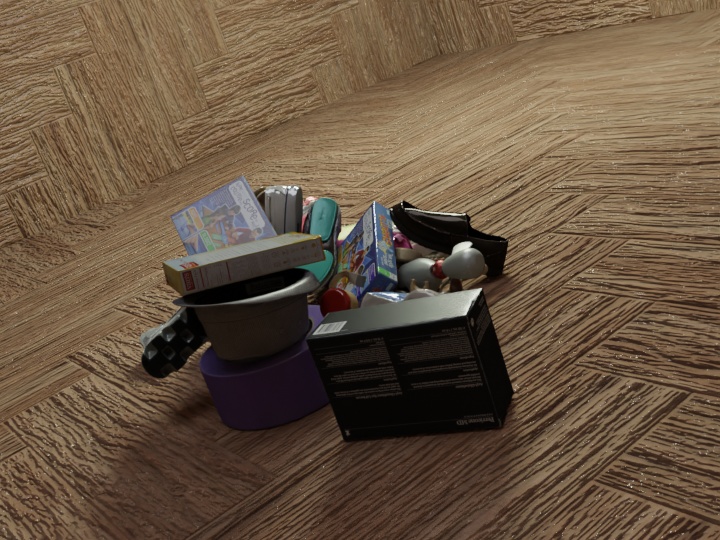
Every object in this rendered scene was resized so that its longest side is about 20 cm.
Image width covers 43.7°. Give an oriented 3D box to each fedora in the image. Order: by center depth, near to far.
[{"bbox_3d":[-0.141,0.062,1.180,0.177,0.090,0.200,-2,13,35],"label":"fedora"}]

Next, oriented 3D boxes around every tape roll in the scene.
[{"bbox_3d":[-0.114,0.130,1.241,0.200,0.085,0.200,-16,19,6],"label":"tape roll"}]

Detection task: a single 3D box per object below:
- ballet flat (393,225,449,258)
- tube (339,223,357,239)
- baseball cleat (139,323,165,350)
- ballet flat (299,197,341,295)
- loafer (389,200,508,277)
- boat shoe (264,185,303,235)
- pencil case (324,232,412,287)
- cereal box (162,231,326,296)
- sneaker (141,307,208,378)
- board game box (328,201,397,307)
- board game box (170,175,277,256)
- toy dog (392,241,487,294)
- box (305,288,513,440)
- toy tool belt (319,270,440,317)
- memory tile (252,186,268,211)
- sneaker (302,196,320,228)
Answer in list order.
[{"bbox_3d":[0.088,-0.048,1.565,0.072,0.072,0.200,-33,21,-36],"label":"ballet flat"},{"bbox_3d":[0.002,-0.065,1.673,0.200,0.052,0.058,-12,-8,-15],"label":"tube"},{"bbox_3d":[-0.322,0.094,1.573,0.106,0.070,0.200,-12,19,20],"label":"baseball cleat"},{"bbox_3d":[-0.069,-0.025,1.437,0.072,0.072,0.201,-9,47,27],"label":"ballet flat"},{"bbox_3d":[0.142,-0.065,1.394,0.200,0.071,0.073,25,24,-2],"label":"loafer"},{"bbox_3d":[-0.136,-0.038,1.446,0.070,0.200,0.071,5,7,10],"label":"boat shoe"},{"bbox_3d":[-0.002,-0.020,1.539,0.200,0.094,0.091,-4,8,33],"label":"pencil case"},{"bbox_3d":[-0.163,-0.012,1.235,0.200,0.040,0.144,-15,10,-18],"label":"cereal box"},{"bbox_3d":[-0.232,0.071,1.291,0.200,0.074,0.088,-37,10,-10],"label":"sneaker"},{"bbox_3d":[0.000,0.000,1.377,0.135,0.034,0.200,-51,22,29],"label":"board game box"},{"bbox_3d":[-0.196,-0.039,1.386,0.135,0.034,0.200,-29,59,-2],"label":"board game box"},{"bbox_3d":[0.122,0.015,1.328,0.096,0.132,0.200,15,4,-32],"label":"toy dog"},{"bbox_3d":[0.058,0.111,1.033,0.200,0.141,0.079,-10,18,26],"label":"box"},{"bbox_3d":[0.057,0.071,1.188,0.200,0.125,0.123,14,0,33],"label":"toy tool belt"},{"bbox_3d":[-0.178,-0.043,1.521,0.017,0.200,0.153,36,76,28],"label":"memory tile"},{"bbox_3d":[-0.113,-0.047,1.506,0.087,0.074,0.200,35,62,28],"label":"sneaker"}]
